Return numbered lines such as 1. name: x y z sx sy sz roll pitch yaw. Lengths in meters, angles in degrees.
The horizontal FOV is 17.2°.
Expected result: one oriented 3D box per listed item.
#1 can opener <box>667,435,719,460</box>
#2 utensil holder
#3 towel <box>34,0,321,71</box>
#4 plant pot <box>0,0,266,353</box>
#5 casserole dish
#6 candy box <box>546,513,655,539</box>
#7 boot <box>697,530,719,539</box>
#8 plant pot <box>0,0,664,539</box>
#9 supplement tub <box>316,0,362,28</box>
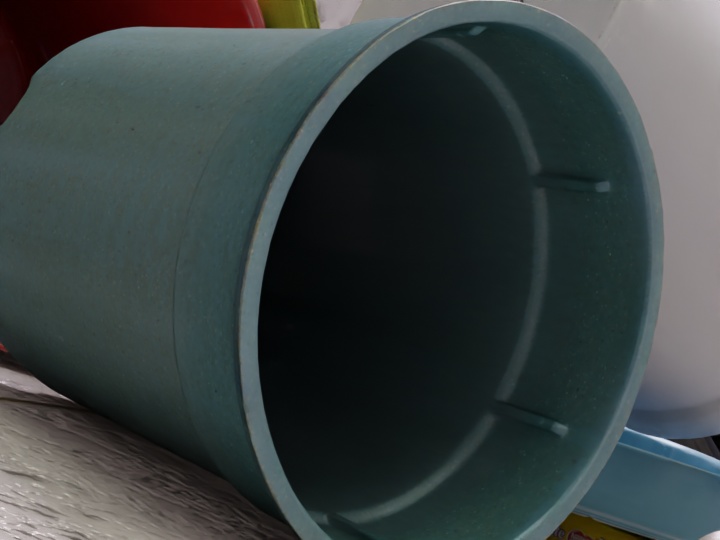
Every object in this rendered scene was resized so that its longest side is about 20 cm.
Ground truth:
1. can opener: 0.172 0.083 1.245 0.078 0.064 0.200 -16 -58 27
2. utensil holder: 0.108 -0.051 1.015 0.200 0.170 0.170 41 -9 -37
3. towel: -0.084 -0.080 1.074 0.199 0.087 0.018 -4 13 45
4. plant pot: -0.162 -0.070 1.020 0.200 0.201 0.177 21 -8 -35
5. casserole dish: 0.088 0.080 1.039 0.199 0.039 0.121 18 3 -21
6. candy box: 0.135 0.129 1.117 0.102 0.027 0.200 20 1 25
7. boot: 0.212 0.163 0.793 0.181 0.073 0.200 19 11 -29
8. plant pot: -0.027 -0.005 0.863 0.200 0.201 0.196 20 -4 -43
9. supplement tub: -0.105 -0.175 1.234 0.199 0.133 0.132 12 -3 31
